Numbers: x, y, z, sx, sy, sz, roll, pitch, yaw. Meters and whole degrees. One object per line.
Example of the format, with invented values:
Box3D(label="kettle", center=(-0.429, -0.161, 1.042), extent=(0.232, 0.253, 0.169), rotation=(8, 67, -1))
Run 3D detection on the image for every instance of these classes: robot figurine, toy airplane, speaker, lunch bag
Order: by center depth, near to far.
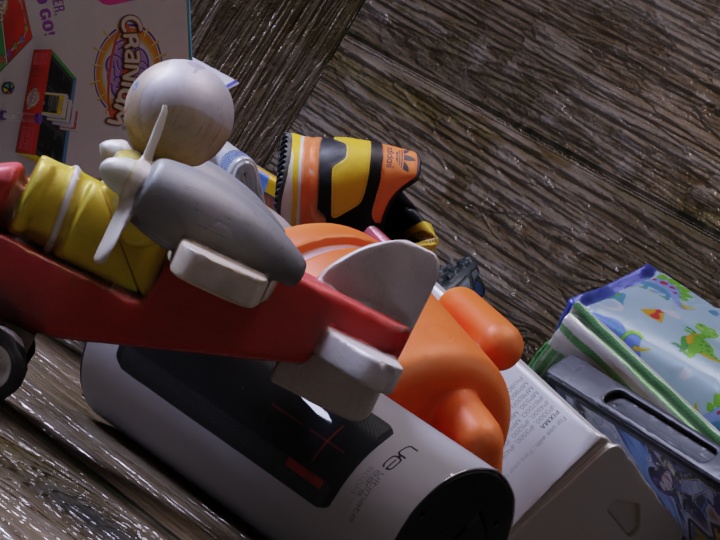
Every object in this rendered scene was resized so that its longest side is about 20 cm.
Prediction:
Box3D(label="toy airplane", center=(-0.064, -0.014, 1.147), extent=(0.200, 0.141, 0.199), rotation=(8, 4, 41))
Box3D(label="speaker", center=(-0.029, 0.075, 1.221), extent=(0.200, 0.081, 0.081), rotation=(33, 3, 37))
Box3D(label="robot figurine", center=(-0.003, 0.053, 1.380), extent=(0.117, 0.144, 0.200), rotation=(39, 6, -46))
Box3D(label="lunch bag", center=(0.191, 0.125, 1.747), extent=(0.170, 0.200, 0.127), rotation=(32, 28, 27))

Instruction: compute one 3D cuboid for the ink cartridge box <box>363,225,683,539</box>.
Box3D(label="ink cartridge box", center=(0.065, 0.087, 1.538), extent=(0.200, 0.083, 0.145), rotation=(43, -4, 35))

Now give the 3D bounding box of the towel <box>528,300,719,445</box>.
Box3D(label="towel", center=(0.144, 0.118, 1.669), extent=(0.153, 0.023, 0.200), rotation=(42, -33, 11))

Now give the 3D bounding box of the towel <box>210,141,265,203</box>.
Box3D(label="towel", center=(-0.106, -0.034, 1.714), extent=(0.200, 0.024, 0.147), rotation=(34, -39, 51))

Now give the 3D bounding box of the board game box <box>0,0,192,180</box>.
Box3D(label="board game box", center=(-0.187, -0.117, 1.455), extent=(0.200, 0.153, 0.040), rotation=(-3, 9, -13))

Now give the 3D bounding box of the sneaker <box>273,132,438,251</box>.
Box3D(label="sneaker", center=(0.000, 0.000, 1.614), extent=(0.090, 0.070, 0.200), rotation=(1, -38, 5))

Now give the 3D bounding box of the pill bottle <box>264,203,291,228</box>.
Box3D(label="pill bottle", center=(-0.103, -0.002, 1.543), extent=(0.116, 0.116, 0.200), rotation=(30, 2, -22))

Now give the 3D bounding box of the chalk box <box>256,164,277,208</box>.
Box3D(label="chalk box", center=(-0.088, -0.014, 2.039), extent=(0.200, 0.125, 0.124), rotation=(29, 2, -6))

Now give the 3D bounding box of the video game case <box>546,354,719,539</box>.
Box3D(label="video game case", center=(0.186, 0.161, 1.581), extent=(0.181, 0.025, 0.200), rotation=(33, -31, 49))

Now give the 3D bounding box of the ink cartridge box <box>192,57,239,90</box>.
Box3D(label="ink cartridge box", center=(-0.209, -0.097, 1.651), extent=(0.200, 0.198, 0.047), rotation=(34, -41, 31))

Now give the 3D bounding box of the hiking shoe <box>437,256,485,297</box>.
Box3D(label="hiking shoe", center=(0.041, 0.059, 1.766), extent=(0.087, 0.074, 0.200), rotation=(63, 24, -14))
